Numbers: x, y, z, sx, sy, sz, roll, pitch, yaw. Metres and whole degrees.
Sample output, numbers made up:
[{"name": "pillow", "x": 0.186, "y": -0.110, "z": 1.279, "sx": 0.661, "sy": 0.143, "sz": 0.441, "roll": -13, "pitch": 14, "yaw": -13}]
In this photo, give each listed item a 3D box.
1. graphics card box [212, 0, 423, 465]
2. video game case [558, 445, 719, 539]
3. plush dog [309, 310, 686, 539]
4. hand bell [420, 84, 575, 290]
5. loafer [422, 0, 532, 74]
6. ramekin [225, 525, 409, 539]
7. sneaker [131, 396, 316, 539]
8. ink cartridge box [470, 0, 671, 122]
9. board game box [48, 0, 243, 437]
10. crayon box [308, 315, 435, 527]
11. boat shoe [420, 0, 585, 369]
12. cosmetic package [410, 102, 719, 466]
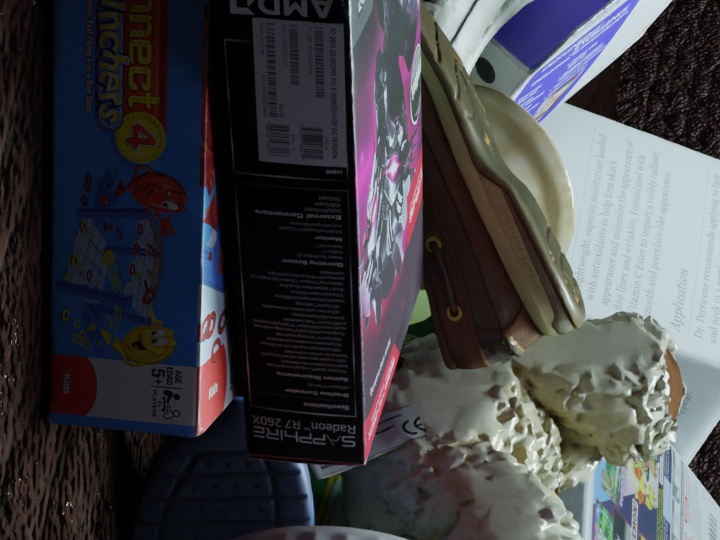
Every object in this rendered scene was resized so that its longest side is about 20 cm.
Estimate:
[{"name": "graphics card box", "x": -0.011, "y": -0.046, "z": 0.737, "sx": 0.126, "sy": 0.050, "sz": 0.202, "roll": -69, "pitch": 160, "yaw": -55}, {"name": "video game case", "x": 0.148, "y": 0.169, "z": 1.085, "sx": 0.182, "sy": 0.023, "sz": 0.201, "roll": 49, "pitch": 37, "yaw": -41}, {"name": "plush dog", "x": 0.041, "y": 0.113, "z": 0.916, "sx": 0.200, "sy": 0.159, "sz": 0.173, "roll": -55, "pitch": 158, "yaw": -44}, {"name": "hand bell", "x": 0.000, "y": 0.000, "z": 0.948, "sx": 0.199, "sy": 0.104, "sz": 0.105, "roll": -33, "pitch": 134, "yaw": -39}, {"name": "loafer", "x": 0.026, "y": -0.117, "z": 0.936, "sx": 0.200, "sy": 0.070, "sz": 0.070, "roll": -52, "pitch": -159, "yaw": 0}, {"name": "ramekin", "x": -0.016, "y": 0.182, "z": 0.763, "sx": 0.095, "sy": 0.200, "sz": 0.204, "roll": -89, "pitch": 176, "yaw": -50}, {"name": "sneaker", "x": -0.052, "y": 0.116, "z": 0.855, "sx": 0.083, "sy": 0.073, "sz": 0.201, "roll": -82, "pitch": 175, "yaw": -47}, {"name": "ink cartridge box", "x": 0.118, "y": -0.135, "z": 1.055, "sx": 0.198, "sy": 0.043, "sz": 0.200, "roll": -39, "pitch": 175, "yaw": -30}, {"name": "board game box", "x": -0.057, "y": -0.063, "z": 0.766, "sx": 0.200, "sy": 0.055, "sz": 0.198, "roll": -50, "pitch": 144, "yaw": -72}, {"name": "crayon box", "x": 0.012, "y": 0.136, "z": 1.021, "sx": 0.125, "sy": 0.051, "sz": 0.202, "roll": -16, "pitch": 113, "yaw": -33}, {"name": "boat shoe", "x": 0.021, "y": -0.052, "z": 0.863, "sx": 0.201, "sy": 0.067, "sz": 0.072, "roll": 63, "pitch": 11, "yaw": 9}, {"name": "cosmetic package", "x": 0.112, "y": 0.018, "z": 1.214, "sx": 0.166, "sy": 0.198, "sz": 0.166, "roll": 114, "pitch": -5, "yaw": -47}]
